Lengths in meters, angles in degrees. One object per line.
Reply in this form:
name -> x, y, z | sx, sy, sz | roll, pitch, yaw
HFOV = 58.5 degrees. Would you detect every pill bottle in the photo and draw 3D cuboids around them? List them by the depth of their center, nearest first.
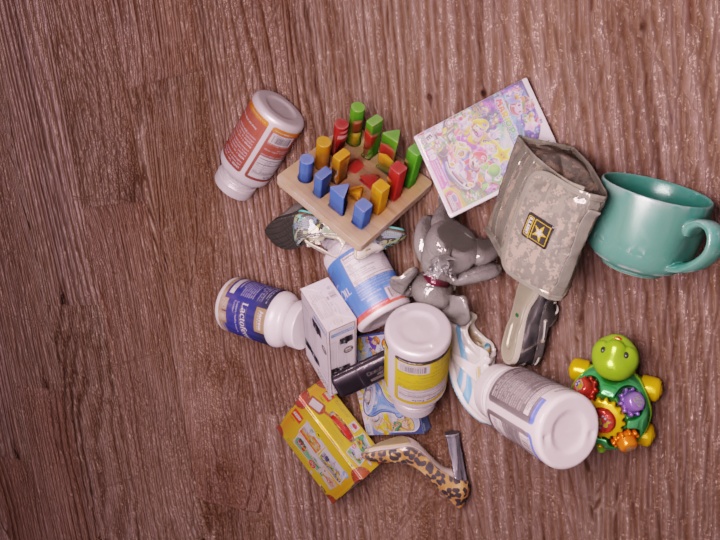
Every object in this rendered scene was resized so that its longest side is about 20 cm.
pill bottle -> 0.265, 0.218, 1.007 | 0.200, 0.111, 0.117 | -158, 61, -70
pill bottle -> 0.094, 0.160, 1.082 | 0.110, 0.111, 0.202 | 26, 142, 24
pill bottle -> 0.000, 0.000, 1.177 | 0.112, 0.111, 0.203 | -39, 71, 32
pill bottle -> -0.203, -0.238, 1.252 | 0.113, 0.112, 0.201 | 48, 121, 13
pill bottle -> -0.191, 0.090, 1.320 | 0.196, 0.115, 0.118 | 13, 108, 28

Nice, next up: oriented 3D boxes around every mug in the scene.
mug -> 0.392, -0.053, 0.884 | 0.149, 0.185, 0.117 | 14, 114, 9

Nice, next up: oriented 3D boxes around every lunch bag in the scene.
lunch bag -> 0.268, -0.077, 0.928 | 0.115, 0.201, 0.167 | 8, 120, -11

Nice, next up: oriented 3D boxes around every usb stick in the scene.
usb stick -> 0.039, 0.173, 1.176 | 0.197, 0.033, 0.056 | -26, 120, 7

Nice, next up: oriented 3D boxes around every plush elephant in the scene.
plush elephant -> 0.141, -0.001, 1.075 | 0.163, 0.200, 0.156 | 35, 136, 11

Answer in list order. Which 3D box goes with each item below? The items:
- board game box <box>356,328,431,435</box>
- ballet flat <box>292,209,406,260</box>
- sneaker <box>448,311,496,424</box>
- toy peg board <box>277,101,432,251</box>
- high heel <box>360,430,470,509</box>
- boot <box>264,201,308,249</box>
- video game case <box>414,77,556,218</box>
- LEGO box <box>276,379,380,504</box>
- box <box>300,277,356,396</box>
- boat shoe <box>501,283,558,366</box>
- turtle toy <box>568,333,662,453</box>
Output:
board game box -> 0.051, 0.216, 1.246 | 0.133, 0.034, 0.204 | -11, 95, 33
ballet flat -> -0.021, -0.052, 1.103 | 0.195, 0.074, 0.076 | 9, 108, 0
sneaker -> 0.201, 0.171, 1.120 | 0.080, 0.076, 0.203 | -26, 89, 31
toy peg board -> -0.005, -0.174, 1.080 | 0.199, 0.199, 0.099 | 39, 149, 18
high heel -> 0.104, 0.387, 1.209 | 0.195, 0.071, 0.146 | -10, 91, 10
boot -> -0.085, -0.120, 1.205 | 0.198, 0.131, 0.068 | -26, 112, 40
video game case -> 0.202, -0.193, 1.022 | 0.197, 0.018, 0.146 | -26, 87, 9
LEGO box -> -0.065, 0.347, 1.303 | 0.201, 0.077, 0.150 | 50, 137, 13
box -> -0.058, 0.128, 1.207 | 0.117, 0.059, 0.202 | 53, 155, 36
boat shoe -> 0.290, 0.061, 1.056 | 0.066, 0.072, 0.204 | 11, 103, -10
turtle toy -> 0.385, 0.193, 0.994 | 0.143, 0.101, 0.205 | 11, 107, 29
